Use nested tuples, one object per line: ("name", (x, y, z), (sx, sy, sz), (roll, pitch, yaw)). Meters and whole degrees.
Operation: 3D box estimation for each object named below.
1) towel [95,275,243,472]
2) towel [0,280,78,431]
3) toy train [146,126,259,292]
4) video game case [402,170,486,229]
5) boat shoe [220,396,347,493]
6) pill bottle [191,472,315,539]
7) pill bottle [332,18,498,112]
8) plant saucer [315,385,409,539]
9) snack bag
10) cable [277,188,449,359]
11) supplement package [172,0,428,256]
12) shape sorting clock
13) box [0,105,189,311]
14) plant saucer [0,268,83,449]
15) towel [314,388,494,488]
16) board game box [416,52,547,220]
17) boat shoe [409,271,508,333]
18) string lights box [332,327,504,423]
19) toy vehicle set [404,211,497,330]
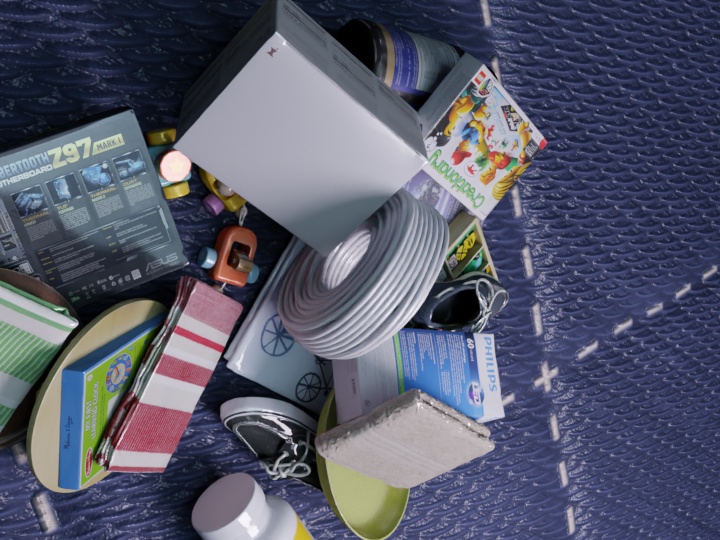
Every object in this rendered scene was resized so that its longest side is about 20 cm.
("towel", (-0.191, 0.110, 0.879), (0.201, 0.023, 0.144), (-65, 164, -8))
("towel", (-0.352, 0.089, 0.719), (0.152, 0.023, 0.200), (31, 101, -39))
("toy train", (-0.169, -0.061, 0.888), (0.199, 0.055, 0.151), (26, 83, -37))
("video game case", (0.095, -0.080, 1.061), (0.199, 0.019, 0.144), (10, 103, -48))
("boat shoe", (-0.082, 0.208, 0.980), (0.199, 0.073, 0.068), (42, 35, -41))
("pill bottle", (-0.105, 0.326, 0.967), (0.112, 0.112, 0.201), (-42, 120, -23))
("pill bottle", (0.063, -0.215, 0.994), (0.199, 0.112, 0.113), (5, 95, -37))
("plant saucer", (0.001, 0.217, 1.016), (0.200, 0.031, 0.201), (32, 53, -53))
("snack bag", (-0.045, 0.068, 1.022), (0.200, 0.021, 0.189), (35, 78, -38))
("cable", (0.000, 0.000, 0.902), (0.069, 0.200, 0.200), (40, 80, -25))
("supplement package", (-0.059, -0.143, 0.862), (0.200, 0.111, 0.156), (36, 117, -26))
("shape sorting clock", (-0.244, 0.119, 0.829), (0.200, 0.039, 0.201), (-57, 160, -34))
("box", (-0.278, -0.045, 0.789), (0.199, 0.051, 0.159), (-24, 112, -17))
("plant saucer", (-0.343, 0.092, 0.761), (0.199, 0.032, 0.201), (-14, 125, -21))
("towel", (0.055, 0.189, 0.952), (0.132, 0.035, 0.200), (-30, 143, 18))
("board game box", (0.132, -0.148, 0.994), (0.126, 0.035, 0.200), (-51, 144, 8))
("boat shoe", (0.127, 0.040, 1.055), (0.199, 0.062, 0.075), (6, 106, -48))
("string lights box", (0.068, 0.123, 0.994), (0.199, 0.059, 0.103), (7, 68, -31))
("toy vehicle set", (0.092, 0.037, 1.087), (0.200, 0.026, 0.125), (-47, 137, -18))
